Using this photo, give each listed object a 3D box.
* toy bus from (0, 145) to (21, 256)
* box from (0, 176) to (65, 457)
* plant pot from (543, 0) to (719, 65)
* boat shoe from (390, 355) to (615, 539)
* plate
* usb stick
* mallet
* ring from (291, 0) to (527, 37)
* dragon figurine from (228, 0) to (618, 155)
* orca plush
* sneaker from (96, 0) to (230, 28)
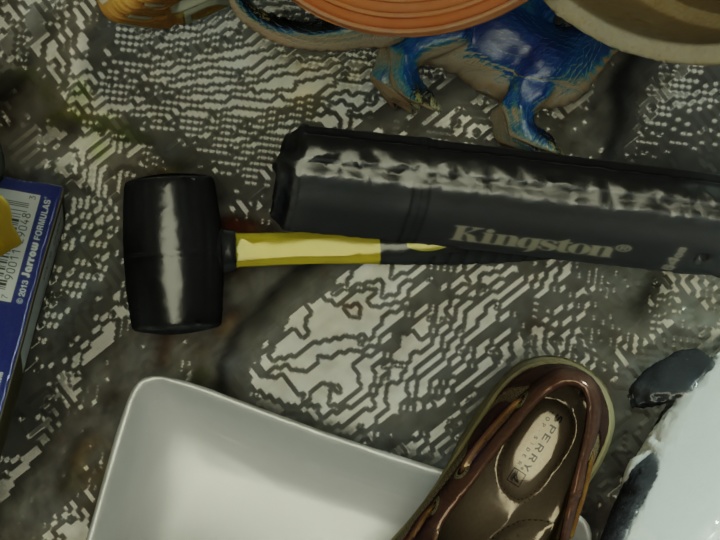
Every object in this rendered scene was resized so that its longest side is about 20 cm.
[{"bbox_3d":[-0.252,-0.053,0.785,0.191,0.136,0.200,-36,73,-7],"label":"toy bus"},{"bbox_3d":[-0.228,0.005,0.838,0.198,0.032,0.122,11,60,0],"label":"box"},{"bbox_3d":[0.169,-0.174,0.759,0.199,0.183,0.202,3,95,37],"label":"plant pot"},{"bbox_3d":[0.039,0.125,0.807,0.072,0.072,0.201,31,90,1],"label":"boat shoe"},{"bbox_3d":[-0.027,0.165,0.860,0.198,0.032,0.201,18,91,1],"label":"plate"},{"bbox_3d":[0.062,-0.026,0.826,0.198,0.056,0.033,6,57,-7],"label":"usb stick"},{"bbox_3d":[0.000,0.000,0.859,0.198,0.041,0.066,5,89,-3],"label":"mallet"},{"bbox_3d":[0.025,-0.182,0.733,0.199,0.019,0.202,-1,88,33],"label":"ring"},{"bbox_3d":[0.050,-0.108,0.842,0.199,0.059,0.100,19,89,-3],"label":"dragon figurine"},{"bbox_3d":[0.147,0.103,0.826,0.104,0.071,0.201,13,54,19],"label":"orca plush"},{"bbox_3d":[-0.028,-0.167,0.817,0.199,0.076,0.088,-18,82,21],"label":"sneaker"}]
